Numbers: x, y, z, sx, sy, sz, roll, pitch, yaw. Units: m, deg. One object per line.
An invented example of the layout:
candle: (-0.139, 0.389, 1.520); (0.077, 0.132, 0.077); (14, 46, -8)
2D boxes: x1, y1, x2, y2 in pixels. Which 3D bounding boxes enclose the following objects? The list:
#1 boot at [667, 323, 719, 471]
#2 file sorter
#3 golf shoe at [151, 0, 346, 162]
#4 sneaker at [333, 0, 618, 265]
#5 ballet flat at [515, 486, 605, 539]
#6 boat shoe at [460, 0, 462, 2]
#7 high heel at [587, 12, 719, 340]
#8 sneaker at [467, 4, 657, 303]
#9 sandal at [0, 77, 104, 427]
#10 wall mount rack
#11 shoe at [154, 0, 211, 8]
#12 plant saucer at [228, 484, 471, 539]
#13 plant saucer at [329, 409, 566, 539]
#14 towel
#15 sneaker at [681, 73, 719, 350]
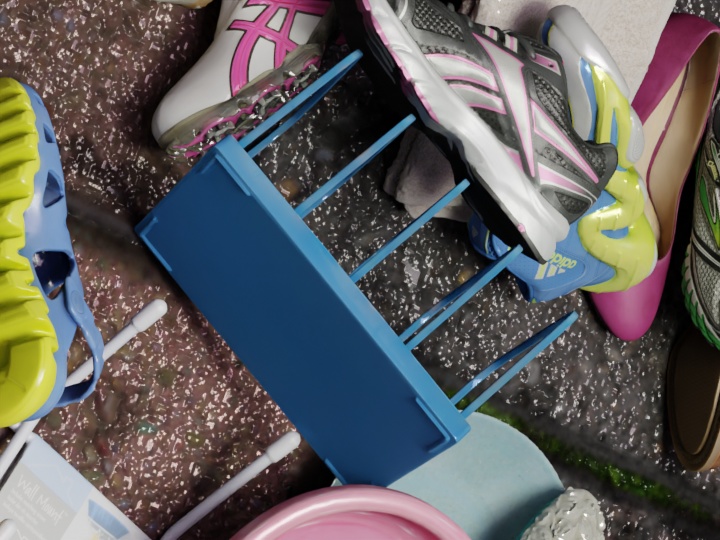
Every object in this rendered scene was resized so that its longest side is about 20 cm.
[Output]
boot: (0.284, 0.050, 1.807); (0.154, 0.074, 0.201); (21, 78, -26)
file sorter: (0.000, 0.000, 1.559); (0.123, 0.139, 0.200); (-40, 91, -30)
golf shoe: (-0.053, -0.141, 1.601); (0.092, 0.073, 0.200); (46, 68, 5)
sneaker: (0.066, -0.105, 1.560); (0.086, 0.080, 0.200); (-41, 108, -10)
ballet flat: (0.098, 0.219, 1.662); (0.072, 0.072, 0.200); (47, 69, -25)
boat shoe: (0.044, -0.231, 1.640); (0.202, 0.073, 0.063); (49, 46, -28)
high heel: (0.181, -0.056, 1.728); (0.067, 0.096, 0.201); (-6, 95, -32)
sneaker: (0.109, -0.054, 1.639); (0.105, 0.076, 0.201); (-24, 128, -7)
sandal: (-0.181, -0.005, 1.498); (0.087, 0.079, 0.201); (30, 50, -58)
wall mount rack: (-0.133, 0.122, 1.552); (0.200, 0.074, 0.174); (46, 60, -27)
shoe: (-0.101, -0.245, 1.554); (0.053, 0.070, 0.201); (-1, 95, -39)
plant saucer: (-0.018, 0.213, 1.569); (0.200, 0.051, 0.202); (-6, 104, -24)
plant saucer: (0.041, 0.181, 1.686); (0.200, 0.039, 0.202); (-2, 95, -32)
towel: (0.103, -0.114, 1.666); (0.132, 0.034, 0.201); (7, 116, -33)
sneaker: (0.234, -0.037, 1.727); (0.078, 0.085, 0.201); (-4, 67, -5)
